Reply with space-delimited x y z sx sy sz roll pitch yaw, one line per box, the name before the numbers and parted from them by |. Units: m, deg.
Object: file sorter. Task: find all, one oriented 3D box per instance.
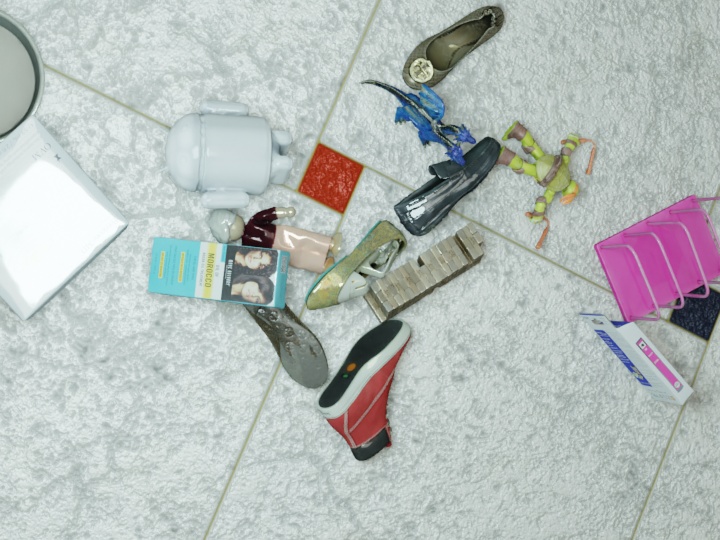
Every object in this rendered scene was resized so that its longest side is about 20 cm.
file sorter | 0.505 -0.020 1.852 0.197 0.125 0.141 -26 96 -13

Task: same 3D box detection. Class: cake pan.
cake pan | -0.548 -0.273 1.644 0.196 0.037 0.205 0 90 -13

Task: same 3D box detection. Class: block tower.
block tower | 0.101 0.004 1.783 0.198 0.058 0.054 -32 77 -11

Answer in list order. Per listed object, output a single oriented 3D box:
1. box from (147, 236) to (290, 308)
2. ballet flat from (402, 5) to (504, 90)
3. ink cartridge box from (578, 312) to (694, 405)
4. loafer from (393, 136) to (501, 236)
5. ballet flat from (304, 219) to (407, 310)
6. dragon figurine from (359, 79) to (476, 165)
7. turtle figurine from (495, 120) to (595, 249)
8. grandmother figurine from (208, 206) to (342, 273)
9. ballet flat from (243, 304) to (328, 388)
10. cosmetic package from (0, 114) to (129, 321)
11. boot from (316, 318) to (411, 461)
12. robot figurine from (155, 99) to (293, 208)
box | -0.205 0.003 1.675 0.196 0.049 0.084 6 88 14
ballet flat | 0.147 -0.351 1.805 0.199 0.046 0.068 -36 94 -14
ink cartridge box | 0.438 0.131 1.849 0.200 0.095 0.037 45 80 -9
loafer | 0.135 -0.140 1.792 0.200 0.068 0.071 -44 107 -7
ballet flat | 0.000 0.000 1.731 0.071 0.070 0.200 51 58 -8
dragon figurine | 0.093 -0.241 1.766 0.200 0.099 0.059 45 80 -6
turtle figurine | 0.285 -0.150 1.831 0.160 0.064 0.202 32 82 -11
grandmother figurine | -0.133 -0.043 1.734 0.197 0.061 0.123 18 100 -11
ballet flat | -0.116 0.089 1.739 0.067 0.046 0.201 -38 102 0
cosmetic package | -0.461 -0.070 1.620 0.199 0.123 0.200 -44 100 -10
boot | 0.031 0.185 1.773 0.201 0.072 0.145 -50 124 -24
robot figurine | -0.198 -0.169 1.688 0.196 0.113 0.173 3 66 -13
